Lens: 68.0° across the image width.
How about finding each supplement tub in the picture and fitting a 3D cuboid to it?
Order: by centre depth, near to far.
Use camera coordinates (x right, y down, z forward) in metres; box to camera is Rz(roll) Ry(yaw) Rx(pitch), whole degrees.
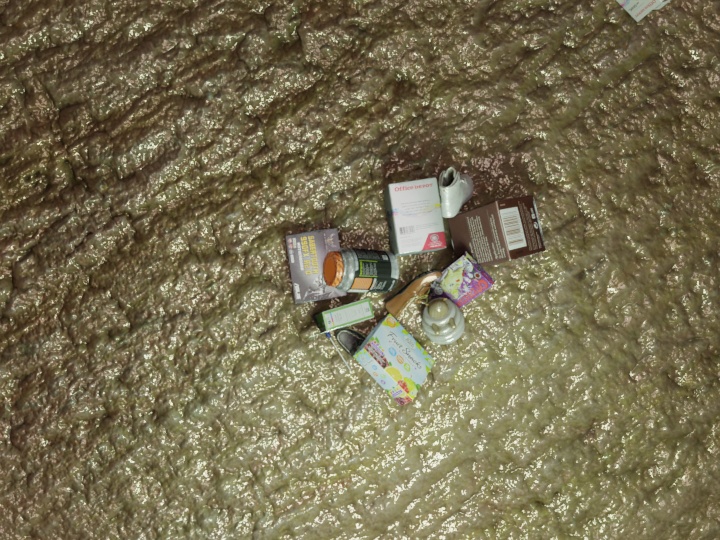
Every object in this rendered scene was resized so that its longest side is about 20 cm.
[{"bbox_3d":[0.000,0.000,1.514,0.197,0.122,0.125,4,87,-30],"label":"supplement tub"}]

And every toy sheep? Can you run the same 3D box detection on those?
[{"bbox_3d":[0.242,0.156,1.547,0.136,0.138,0.202,-28,134,-5],"label":"toy sheep"}]

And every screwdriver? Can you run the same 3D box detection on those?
[{"bbox_3d":[-0.079,0.211,1.577,0.029,0.028,0.201,-37,88,23],"label":"screwdriver"}]

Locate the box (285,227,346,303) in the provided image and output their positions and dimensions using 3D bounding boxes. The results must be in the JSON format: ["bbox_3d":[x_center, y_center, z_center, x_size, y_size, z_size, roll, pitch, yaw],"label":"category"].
[{"bbox_3d":[-0.131,-0.013,1.572,0.155,0.048,0.204,-8,89,-5],"label":"box"}]

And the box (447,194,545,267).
[{"bbox_3d":[0.385,-0.105,1.519,0.162,0.199,0.169,-13,89,-34],"label":"box"}]

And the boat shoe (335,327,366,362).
[{"bbox_3d":[0.012,0.237,1.566,0.199,0.065,0.074,35,86,-2],"label":"boat shoe"}]

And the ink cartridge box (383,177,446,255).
[{"bbox_3d":[0.154,-0.152,1.553,0.142,0.145,0.204,-7,89,-4],"label":"ink cartridge box"}]

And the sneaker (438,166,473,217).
[{"bbox_3d":[0.280,-0.255,1.543,0.072,0.117,0.201,9,42,24],"label":"sneaker"}]

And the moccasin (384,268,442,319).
[{"bbox_3d":[0.160,0.069,1.551,0.201,0.074,0.078,-40,82,16],"label":"moccasin"}]

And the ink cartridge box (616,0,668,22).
[{"bbox_3d":[0.881,-0.893,1.651,0.200,0.129,0.125,44,86,-1],"label":"ink cartridge box"}]

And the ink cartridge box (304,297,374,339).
[{"bbox_3d":[-0.069,0.137,1.525,0.197,0.104,0.060,-17,85,-16],"label":"ink cartridge box"}]

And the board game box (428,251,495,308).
[{"bbox_3d":[0.280,0.041,1.543,0.120,0.200,0.032,41,48,-3],"label":"board game box"}]

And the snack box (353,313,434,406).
[{"bbox_3d":[0.099,0.253,1.530,0.200,0.068,0.169,47,44,-3],"label":"snack box"}]
